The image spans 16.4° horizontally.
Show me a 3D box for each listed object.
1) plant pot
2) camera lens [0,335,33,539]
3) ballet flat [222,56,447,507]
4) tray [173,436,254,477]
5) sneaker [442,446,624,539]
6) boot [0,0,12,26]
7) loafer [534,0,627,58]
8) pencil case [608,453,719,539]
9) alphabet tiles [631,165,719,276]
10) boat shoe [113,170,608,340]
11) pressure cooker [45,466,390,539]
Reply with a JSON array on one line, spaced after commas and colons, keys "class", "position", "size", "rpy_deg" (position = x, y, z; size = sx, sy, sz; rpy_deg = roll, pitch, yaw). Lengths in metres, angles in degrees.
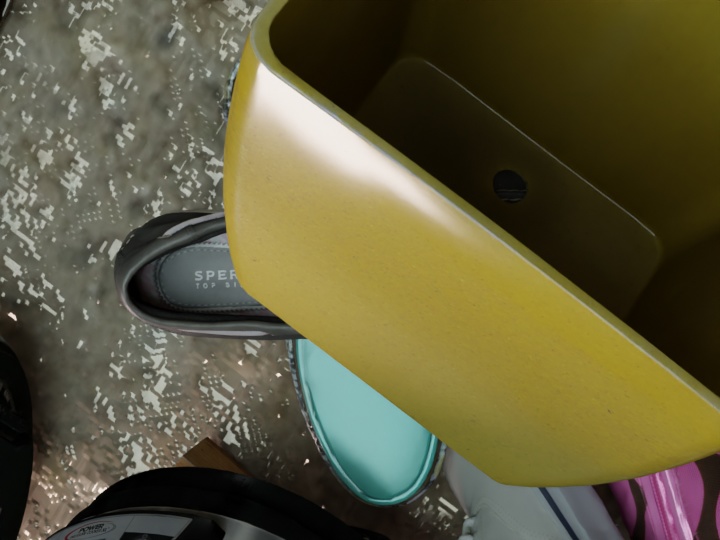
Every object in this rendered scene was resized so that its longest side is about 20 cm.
[{"class": "plant pot", "position": [0.064, -0.041, 0.872], "size": [0.200, 0.200, 0.176], "rpy_deg": [37, 149, -1]}, {"class": "camera lens", "position": [-0.256, 0.081, 1.103], "size": [0.199, 0.160, 0.161], "rpy_deg": [14, 107, 15]}, {"class": "ballet flat", "position": [-0.004, -0.003, 1.050], "size": [0.072, 0.072, 0.202], "rpy_deg": [-13, 99, 21]}, {"class": "tray", "position": [-0.025, 0.178, 1.118], "size": [0.200, 0.037, 0.099], "rpy_deg": [40, 111, 5]}, {"class": "sneaker", "position": [0.066, 0.121, 0.995], "size": [0.070, 0.200, 0.073], "rpy_deg": [-18, 122, -14]}, {"class": "boot", "position": [-0.220, -0.078, 1.078], "size": [0.075, 0.074, 0.201], "rpy_deg": [34, 86, -2]}, {"class": "loafer", "position": [0.114, -0.177, 0.942], "size": [0.068, 0.075, 0.201], "rpy_deg": [16, 98, 49]}, {"class": "pencil case", "position": [0.137, 0.110, 1.015], "size": [0.090, 0.094, 0.201], "rpy_deg": [-15, 96, 36]}, {"class": "alphabet tiles", "position": [0.141, -0.070, 0.966], "size": [0.200, 0.008, 0.168], "rpy_deg": [42, 115, 37]}, {"class": "boat shoe", "position": [0.000, 0.000, 0.986], "size": [0.198, 0.057, 0.067], "rpy_deg": [-5, 100, 7]}, {"class": "pressure cooker", "position": [-0.068, 0.180, 1.011], "size": [0.175, 0.200, 0.179], "rpy_deg": [25, 135, 3]}]
